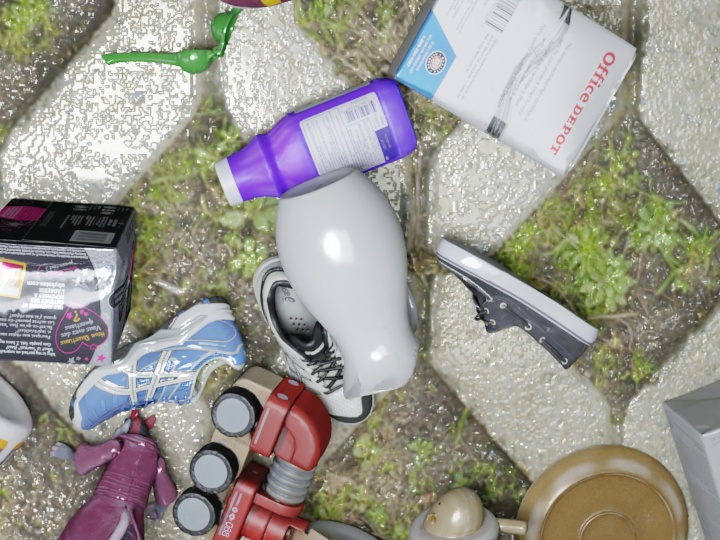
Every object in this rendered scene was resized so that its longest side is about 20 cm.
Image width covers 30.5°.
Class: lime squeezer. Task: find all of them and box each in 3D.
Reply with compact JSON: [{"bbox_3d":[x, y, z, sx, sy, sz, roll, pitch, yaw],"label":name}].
[{"bbox_3d":[-0.154,-0.239,1.300,0.199,0.038,0.071,-36,71,3],"label":"lime squeezer"}]

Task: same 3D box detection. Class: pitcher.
[{"bbox_3d":[0.000,0.000,1.295,0.120,0.172,0.202,-16,105,20],"label":"pitcher"}]

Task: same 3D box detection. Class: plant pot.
[{"bbox_3d":[0.269,0.292,1.451,0.198,0.027,0.203,-1,101,-6],"label":"plant pot"}]

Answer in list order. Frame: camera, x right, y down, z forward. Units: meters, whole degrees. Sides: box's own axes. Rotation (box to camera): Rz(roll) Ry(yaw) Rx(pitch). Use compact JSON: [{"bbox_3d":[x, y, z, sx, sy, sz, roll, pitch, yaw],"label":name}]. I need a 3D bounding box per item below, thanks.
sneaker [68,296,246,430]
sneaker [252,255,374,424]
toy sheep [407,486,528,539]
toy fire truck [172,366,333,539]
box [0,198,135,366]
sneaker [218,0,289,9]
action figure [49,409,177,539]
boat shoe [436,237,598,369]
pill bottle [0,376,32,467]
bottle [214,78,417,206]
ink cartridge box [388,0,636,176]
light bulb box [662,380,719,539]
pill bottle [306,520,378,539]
[{"bbox_3d":[-0.206,0.108,1.332,0.199,0.076,0.077,-33,78,4],"label":"sneaker"},{"bbox_3d":[-0.050,0.082,1.345,0.075,0.088,0.201,-33,104,0],"label":"sneaker"},{"bbox_3d":[0.109,0.320,1.390,0.136,0.138,0.202,-5,108,-4],"label":"toy sheep"},{"bbox_3d":[-0.071,0.218,1.320,0.198,0.129,0.178,24,105,5],"label":"toy fire truck"},{"bbox_3d":[-0.284,0.009,1.249,0.131,0.200,0.116,4,103,-6],"label":"box"},{"bbox_3d":[-0.046,-0.296,1.252,0.198,0.090,0.076,-14,98,-12],"label":"sneaker"},{"bbox_3d":[-0.246,0.225,1.326,0.133,0.149,0.202,19,67,-18],"label":"action figure"},{"bbox_3d":[0.153,0.039,1.370,0.199,0.070,0.067,31,96,-18],"label":"boat shoe"},{"bbox_3d":[-0.432,0.191,1.316,0.116,0.116,0.200,43,95,-12],"label":"pill bottle"},{"bbox_3d":[-0.046,-0.122,1.313,0.198,0.065,0.084,-22,107,0],"label":"bottle"},{"bbox_3d":[0.148,-0.207,1.304,0.199,0.084,0.145,29,98,-10],"label":"ink cartridge box"},{"bbox_3d":[0.455,0.212,1.402,0.196,0.125,0.202,-21,102,-1],"label":"light bulb box"},{"bbox_3d":[-0.043,0.377,1.395,0.111,0.112,0.202,20,99,-9],"label":"pill bottle"}]
